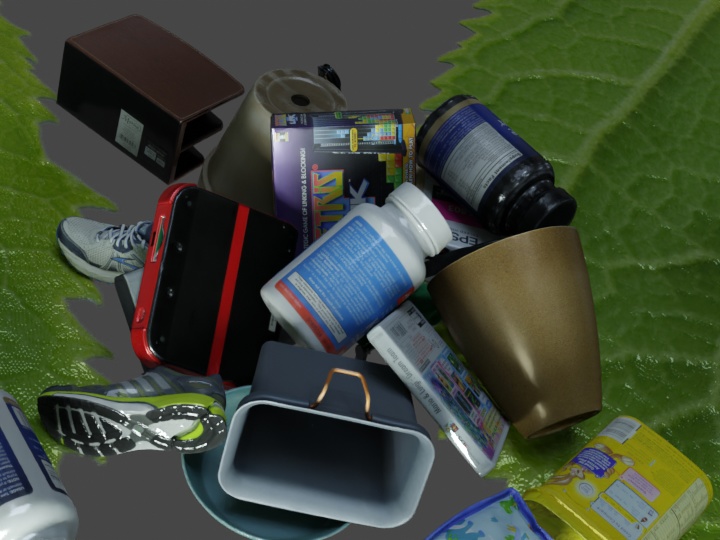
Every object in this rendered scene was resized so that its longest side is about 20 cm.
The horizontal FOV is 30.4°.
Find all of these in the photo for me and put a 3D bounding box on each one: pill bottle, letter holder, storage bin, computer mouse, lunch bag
[{"bbox_3d":[0.000,0.000,1.417,0.200,0.112,0.112,-40,63,-8],"label":"pill bottle"},{"bbox_3d":[-0.265,-0.225,1.697,0.199,0.101,0.142,35,42,17],"label":"letter holder"},{"bbox_3d":[-0.032,0.144,1.319,0.198,0.147,0.135,12,31,-9],"label":"storage bin"},{"bbox_3d":[-0.031,-0.183,1.679,0.034,0.201,0.059,-33,50,-13],"label":"computer mouse"},{"bbox_3d":[0.078,0.316,1.197,0.199,0.171,0.128,-18,52,-35],"label":"lunch bag"},{"bbox_3d":[-0.323,0.213,1.199,0.110,0.112,0.200,-15,52,-33],"label":"pill bottle"},{"bbox_3d":[0.165,-0.115,1.618,0.111,0.113,0.200,-23,57,-37],"label":"pill bottle"}]

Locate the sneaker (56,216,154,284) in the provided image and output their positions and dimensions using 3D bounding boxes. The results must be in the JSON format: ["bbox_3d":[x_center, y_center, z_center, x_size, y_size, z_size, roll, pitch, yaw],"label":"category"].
[{"bbox_3d":[-0.248,-0.027,1.501,0.198,0.086,0.077,22,41,4],"label":"sneaker"}]

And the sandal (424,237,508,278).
[{"bbox_3d":[0.072,-0.015,1.508,0.198,0.046,0.075,-19,3,0],"label":"sandal"}]

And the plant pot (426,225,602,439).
[{"bbox_3d":[0.192,0.080,1.495,0.185,0.186,0.202,-10,72,-29],"label":"plant pot"}]

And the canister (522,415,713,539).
[{"bbox_3d":[0.267,0.254,1.399,0.148,0.087,0.199,39,44,21],"label":"canister"}]

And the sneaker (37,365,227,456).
[{"bbox_3d":[-0.226,0.137,1.334,0.197,0.075,0.081,3,31,4],"label":"sneaker"}]

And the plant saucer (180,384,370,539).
[{"bbox_3d":[-0.088,0.204,1.354,0.198,0.036,0.201,11,42,-10],"label":"plant saucer"}]

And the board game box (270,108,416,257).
[{"bbox_3d":[-0.019,-0.082,1.532,0.163,0.202,0.057,-4,26,-5],"label":"board game box"}]

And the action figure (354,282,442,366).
[{"bbox_3d":[0.046,0.055,1.549,0.118,0.055,0.199,39,38,23],"label":"action figure"}]

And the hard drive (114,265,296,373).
[{"bbox_3d":[-0.158,0.042,1.446,0.199,0.033,0.141,-23,97,-37],"label":"hard drive"}]

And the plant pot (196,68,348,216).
[{"bbox_3d":[-0.091,-0.143,1.619,0.198,0.175,0.201,11,41,-9],"label":"plant pot"}]

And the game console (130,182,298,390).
[{"bbox_3d":[-0.153,0.020,1.418,0.176,0.031,0.202,22,71,-39],"label":"game console"}]

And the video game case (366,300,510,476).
[{"bbox_3d":[0.087,0.119,1.402,0.183,0.024,0.200,51,12,2],"label":"video game case"}]

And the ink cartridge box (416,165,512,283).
[{"bbox_3d":[0.140,-0.048,1.679,0.198,0.076,0.166,15,41,-6],"label":"ink cartridge box"}]
